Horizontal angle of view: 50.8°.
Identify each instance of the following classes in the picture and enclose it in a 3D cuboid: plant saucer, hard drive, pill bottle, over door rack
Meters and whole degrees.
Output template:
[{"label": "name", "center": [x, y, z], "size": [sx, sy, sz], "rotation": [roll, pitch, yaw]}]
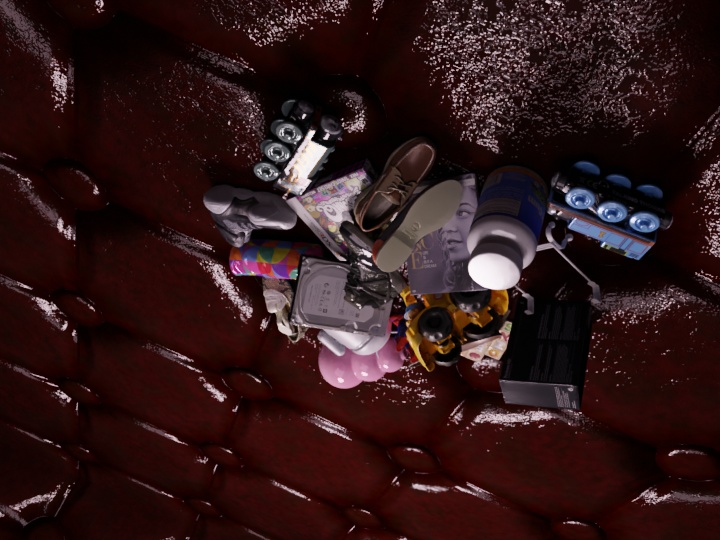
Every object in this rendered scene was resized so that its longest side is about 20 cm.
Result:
[{"label": "plant saucer", "center": [0.187, 0.149, 1.531], "size": [0.200, 0.200, 0.035], "rotation": [-30, 75, 44]}, {"label": "hard drive", "center": [-0.034, 0.052, 1.505], "size": [0.199, 0.038, 0.140], "rotation": [10, 99, -16]}, {"label": "pill bottle", "center": [0.235, -0.068, 1.227], "size": [0.112, 0.200, 0.112], "rotation": [13, 140, 11]}, {"label": "over door rack", "center": [0.322, -0.008, 1.362], "size": [0.148, 0.067, 0.200], "rotation": [-14, 135, 38]}]

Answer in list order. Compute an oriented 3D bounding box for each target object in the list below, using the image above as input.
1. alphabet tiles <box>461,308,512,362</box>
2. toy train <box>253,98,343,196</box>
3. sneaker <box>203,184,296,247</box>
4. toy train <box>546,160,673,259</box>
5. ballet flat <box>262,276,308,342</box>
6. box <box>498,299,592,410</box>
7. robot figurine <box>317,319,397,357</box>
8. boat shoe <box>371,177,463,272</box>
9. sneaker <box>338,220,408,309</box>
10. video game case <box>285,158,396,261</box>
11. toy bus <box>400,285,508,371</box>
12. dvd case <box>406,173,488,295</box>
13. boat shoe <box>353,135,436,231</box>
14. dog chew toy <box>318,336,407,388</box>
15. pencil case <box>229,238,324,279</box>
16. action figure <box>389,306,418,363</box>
[{"label": "alphabet tiles", "center": [0.235, 0.123, 1.591], "size": [0.166, 0.006, 0.200], "rotation": [21, 140, 2]}, {"label": "toy train", "center": [-0.109, -0.214, 1.328], "size": [0.114, 0.085, 0.200], "rotation": [22, 140, -18]}, {"label": "sneaker", "center": [-0.212, -0.099, 1.507], "size": [0.200, 0.076, 0.114], "rotation": [16, 141, 17]}, {"label": "toy train", "center": [0.391, -0.097, 1.214], "size": [0.200, 0.087, 0.114], "rotation": [20, 146, 1]}, {"label": "ballet flat", "center": [-0.171, 0.086, 1.687], "size": [0.068, 0.075, 0.200], "rotation": [0, 135, 27]}, {"label": "box", "center": [0.350, 0.153, 1.418], "size": [0.141, 0.200, 0.079], "rotation": [3, 137, 23]}, {"label": "robot figurine", "center": [-0.016, 0.101, 1.599], "size": [0.200, 0.113, 0.170], "rotation": [37, 103, -15]}, {"label": "boat shoe", "center": [0.094, -0.084, 1.306], "size": [0.071, 0.063, 0.200], "rotation": [38, 100, -20]}, {"label": "sneaker", "center": [0.000, 0.000, 1.427], "size": [0.200, 0.114, 0.076], "rotation": [53, 174, -38]}, {"label": "video game case", "center": [-0.013, -0.108, 1.429], "size": [0.200, 0.036, 0.181], "rotation": [-17, 128, 37]}, {"label": "toy bus", "center": [0.144, 0.056, 1.414], "size": [0.192, 0.200, 0.136], "rotation": [46, 170, 33]}, {"label": "dvd case", "center": [0.144, -0.060, 1.328], "size": [0.148, 0.016, 0.201], "rotation": [-5, 93, 30]}, {"label": "boat shoe", "center": [0.062, -0.141, 1.298], "size": [0.076, 0.072, 0.200], "rotation": [28, 121, -19]}, {"label": "dog chew toy", "center": [0.009, 0.196, 1.697], "size": [0.200, 0.125, 0.125], "rotation": [-11, 130, 23]}, {"label": "pencil case", "center": [-0.170, -0.018, 1.566], "size": [0.200, 0.088, 0.089], "rotation": [8, 138, 20]}, {"label": "action figure", "center": [0.092, 0.117, 1.524], "size": [0.065, 0.200, 0.052], "rotation": [35, 102, -13]}]
